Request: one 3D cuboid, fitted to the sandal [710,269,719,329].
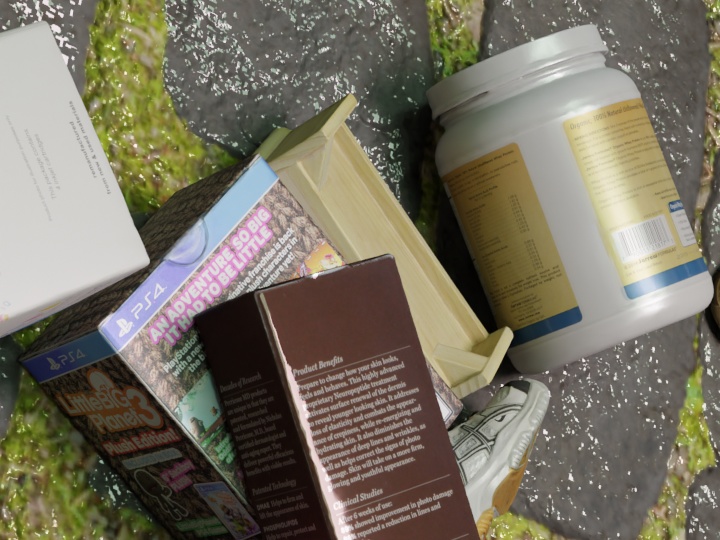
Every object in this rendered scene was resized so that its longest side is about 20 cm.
[{"bbox_3d":[0.322,-0.018,1.822,0.080,0.054,0.200,49,49,-15],"label":"sandal"}]

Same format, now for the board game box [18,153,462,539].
[{"bbox_3d":[-0.067,0.066,1.423,0.200,0.097,0.160,51,54,-14],"label":"board game box"}]

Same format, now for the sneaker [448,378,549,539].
[{"bbox_3d":[0.052,0.123,1.506,0.087,0.076,0.200,22,41,12],"label":"sneaker"}]

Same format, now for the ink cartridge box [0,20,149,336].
[{"bbox_3d":[-0.247,-0.020,1.277,0.200,0.147,0.145,-23,90,-42],"label":"ink cartridge box"}]

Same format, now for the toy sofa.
[{"bbox_3d":[0.000,0.000,1.536,0.200,0.097,0.083,55,24,-10],"label":"toy sofa"}]

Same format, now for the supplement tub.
[{"bbox_3d":[0.134,-0.046,1.612,0.144,0.144,0.201,-18,86,-43],"label":"supplement tub"}]

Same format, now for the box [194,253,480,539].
[{"bbox_3d":[-0.009,0.101,1.350,0.100,0.075,0.201,-15,88,-37],"label":"box"}]
